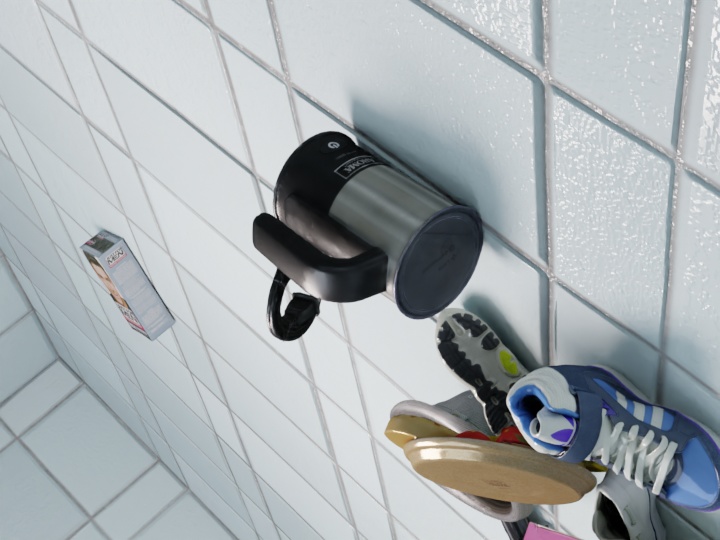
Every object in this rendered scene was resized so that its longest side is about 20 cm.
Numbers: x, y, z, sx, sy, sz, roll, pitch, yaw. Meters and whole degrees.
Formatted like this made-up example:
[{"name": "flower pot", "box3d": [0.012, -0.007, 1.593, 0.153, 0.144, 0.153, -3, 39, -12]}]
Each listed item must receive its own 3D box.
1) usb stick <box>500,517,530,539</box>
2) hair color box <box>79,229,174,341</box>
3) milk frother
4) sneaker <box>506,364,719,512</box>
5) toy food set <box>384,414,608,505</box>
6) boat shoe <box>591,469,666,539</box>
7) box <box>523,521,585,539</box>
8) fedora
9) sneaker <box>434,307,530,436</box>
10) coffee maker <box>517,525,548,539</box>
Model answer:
[{"name": "usb stick", "box3d": [0.185, 0.297, 1.672, 0.056, 0.032, 0.201, -100, -13, -56]}, {"name": "hair color box", "box3d": [-0.433, 0.028, 2.522, 0.099, 0.060, 0.201, 21, 144, 54]}, {"name": "milk frother", "box3d": [0.000, 0.000, 1.337, 0.188, 0.180, 0.201, 34, 152, 39]}, {"name": "sneaker", "box3d": [0.216, 0.152, 1.179, 0.200, 0.145, 0.081, 39, 122, 39]}, {"name": "toy food set", "box3d": [0.136, 0.186, 1.327, 0.197, 0.049, 0.199, 27, 156, -37]}, {"name": "boat shoe", "box3d": [0.263, 0.251, 1.383, 0.073, 0.067, 0.201, 35, 155, 37]}, {"name": "box", "box3d": [0.274, 0.343, 1.354, 0.199, 0.098, 0.175, 26, 169, -26]}, {"name": "fedora", "box3d": [0.134, 0.191, 1.523, 0.199, 0.090, 0.178, 14, 141, 54]}, {"name": "sneaker", "box3d": [0.149, 0.119, 1.423, 0.201, 0.077, 0.080, 55, -178, -5]}, {"name": "coffee maker", "box3d": [0.265, 0.417, 1.579, 0.193, 0.134, 0.200, 55, 159, -12]}]
